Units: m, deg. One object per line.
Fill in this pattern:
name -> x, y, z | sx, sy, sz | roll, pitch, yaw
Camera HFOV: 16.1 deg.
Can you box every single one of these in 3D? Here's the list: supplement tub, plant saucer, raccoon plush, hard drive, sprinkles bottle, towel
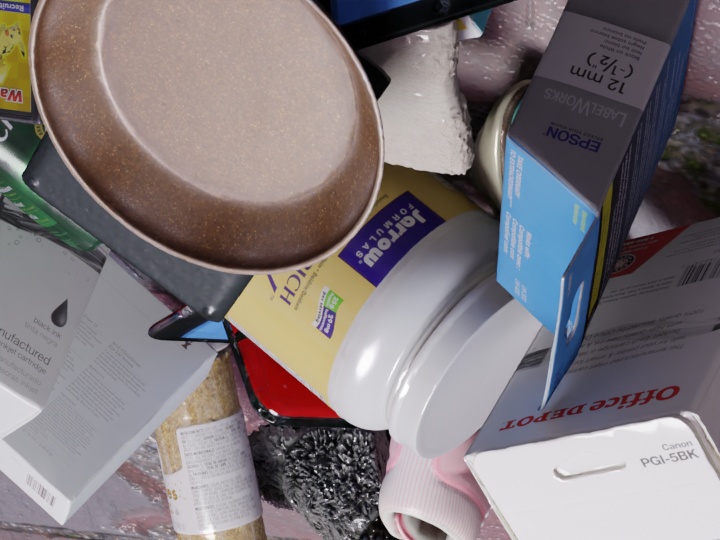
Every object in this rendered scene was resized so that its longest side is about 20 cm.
supplement tub -> 0.000, 0.000, 1.474 | 0.200, 0.145, 0.146 | 38, 157, 22
plant saucer -> -0.073, -0.090, 1.296 | 0.199, 0.037, 0.201 | 15, 131, 18
raccoon plush -> -0.038, 0.172, 1.809 | 0.133, 0.201, 0.097 | -15, 123, 18
hard drive -> -0.088, -0.074, 1.363 | 0.139, 0.033, 0.200 | 36, 133, -2
sprinkles bottle -> -0.109, 0.127, 1.786 | 0.068, 0.068, 0.201 | -5, 101, 38
towel -> -0.035, -0.115, 1.377 | 0.199, 0.035, 0.133 | 14, 150, 17

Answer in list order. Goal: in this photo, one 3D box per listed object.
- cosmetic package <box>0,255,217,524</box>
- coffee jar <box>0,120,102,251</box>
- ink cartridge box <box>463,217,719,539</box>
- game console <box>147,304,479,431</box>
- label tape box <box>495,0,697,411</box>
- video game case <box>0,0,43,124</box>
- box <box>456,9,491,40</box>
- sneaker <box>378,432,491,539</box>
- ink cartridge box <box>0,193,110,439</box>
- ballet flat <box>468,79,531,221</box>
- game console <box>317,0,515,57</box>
cosmetic package -> -0.218, 0.046, 1.692 | 0.200, 0.151, 0.052 | 41, 154, 7
coffee jar -> -0.219, -0.104, 1.544 | 0.199, 0.105, 0.085 | 33, 174, -21
ink cartridge box -> 0.165, 0.061, 1.382 | 0.146, 0.200, 0.083 | -14, 117, 36
game console -> -0.011, 0.066, 1.614 | 0.199, 0.173, 0.119 | 3, 134, -27
label tape box -> 0.111, -0.049, 1.322 | 0.066, 0.201, 0.144 | 21, 152, 12
video game case -> -0.258, -0.183, 1.414 | 0.199, 0.025, 0.182 | 9, 108, 22
box -> -0.026, -0.158, 1.387 | 0.199, 0.049, 0.082 | -5, 140, 39
sneaker -> 0.062, 0.147, 1.738 | 0.075, 0.105, 0.200 | 10, 169, 20
ink cartridge box -> -0.242, -0.017, 1.614 | 0.145, 0.201, 0.083 | 33, 145, -21
ballet flat -> 0.097, -0.045, 1.487 | 0.069, 0.070, 0.200 | 5, 147, 27
game console -> 0.006, -0.215, 1.204 | 0.199, 0.117, 0.176 | -13, 137, 44
